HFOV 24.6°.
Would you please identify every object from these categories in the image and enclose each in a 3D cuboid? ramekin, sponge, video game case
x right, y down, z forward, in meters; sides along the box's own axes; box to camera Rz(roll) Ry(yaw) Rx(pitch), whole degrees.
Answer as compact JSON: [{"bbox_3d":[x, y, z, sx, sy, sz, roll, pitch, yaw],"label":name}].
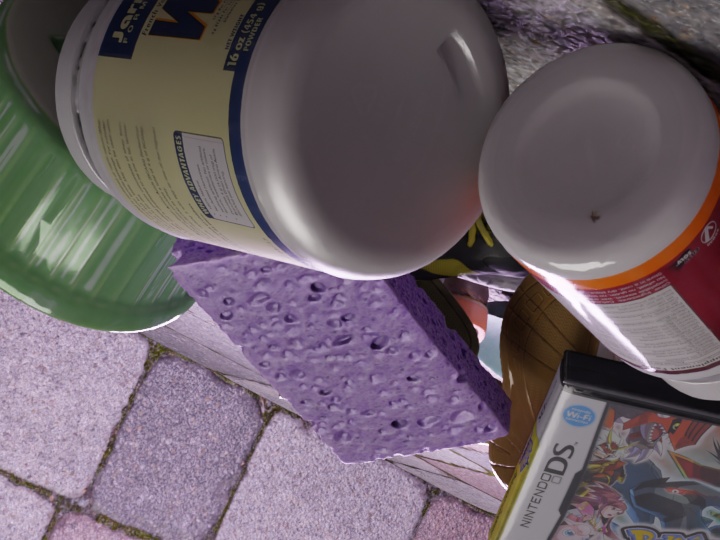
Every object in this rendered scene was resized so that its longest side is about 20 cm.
[{"bbox_3d":[-0.150,-0.072,0.948,0.199,0.098,0.201,28,-146,-21],"label":"ramekin"},{"bbox_3d":[-0.007,0.039,0.914,0.111,0.030,0.200,-12,137,27],"label":"sponge"},{"bbox_3d":[0.190,0.134,0.969,0.199,0.026,0.181,13,135,-2],"label":"video game case"}]

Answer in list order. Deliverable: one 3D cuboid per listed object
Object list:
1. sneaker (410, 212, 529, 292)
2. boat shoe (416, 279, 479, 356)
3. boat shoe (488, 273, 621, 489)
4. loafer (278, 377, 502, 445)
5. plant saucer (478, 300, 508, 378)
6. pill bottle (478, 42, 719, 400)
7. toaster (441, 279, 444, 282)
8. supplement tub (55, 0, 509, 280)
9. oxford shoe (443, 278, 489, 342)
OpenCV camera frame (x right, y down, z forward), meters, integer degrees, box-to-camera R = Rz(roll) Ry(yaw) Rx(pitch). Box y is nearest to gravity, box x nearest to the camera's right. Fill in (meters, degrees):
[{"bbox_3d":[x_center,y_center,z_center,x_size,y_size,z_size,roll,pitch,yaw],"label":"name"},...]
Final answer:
[{"bbox_3d":[0.048,-0.030,0.952,0.199,0.075,0.085,-2,165,-21],"label":"sneaker"},{"bbox_3d":[0.000,0.000,1.025,0.201,0.074,0.069,62,150,26],"label":"boat shoe"},{"bbox_3d":[0.127,0.058,0.989,0.071,0.069,0.201,48,146,31],"label":"boat shoe"},{"bbox_3d":[0.032,0.088,1.089,0.199,0.068,0.076,23,169,2],"label":"loafer"},{"bbox_3d":[0.163,0.073,1.318,0.200,0.039,0.201,32,166,9],"label":"plant saucer"},{"bbox_3d":[0.142,-0.014,0.773,0.109,0.110,0.200,17,168,36],"label":"pill bottle"},{"bbox_3d":[-0.040,-0.027,1.132,0.199,0.114,0.129,26,166,-16],"label":"toaster"},{"bbox_3d":[-0.043,-0.079,0.781,0.145,0.146,0.199,33,167,-39],"label":"supplement tub"},{"bbox_3d":[0.064,0.026,1.254,0.071,0.073,0.200,12,165,-7],"label":"oxford shoe"}]
